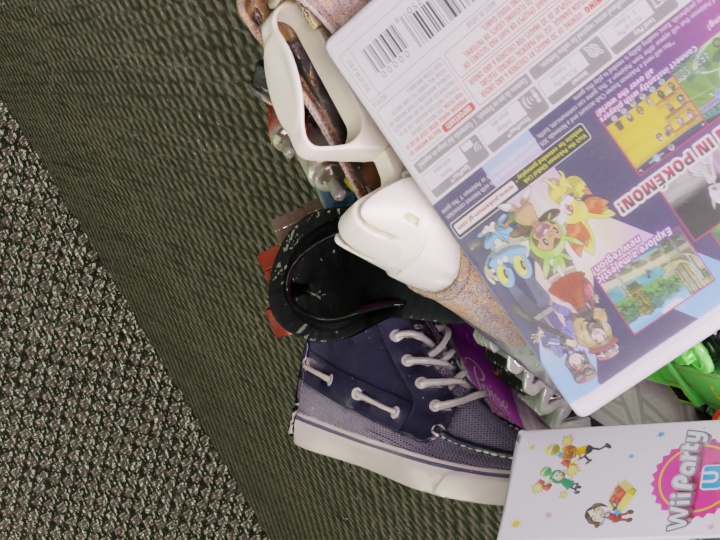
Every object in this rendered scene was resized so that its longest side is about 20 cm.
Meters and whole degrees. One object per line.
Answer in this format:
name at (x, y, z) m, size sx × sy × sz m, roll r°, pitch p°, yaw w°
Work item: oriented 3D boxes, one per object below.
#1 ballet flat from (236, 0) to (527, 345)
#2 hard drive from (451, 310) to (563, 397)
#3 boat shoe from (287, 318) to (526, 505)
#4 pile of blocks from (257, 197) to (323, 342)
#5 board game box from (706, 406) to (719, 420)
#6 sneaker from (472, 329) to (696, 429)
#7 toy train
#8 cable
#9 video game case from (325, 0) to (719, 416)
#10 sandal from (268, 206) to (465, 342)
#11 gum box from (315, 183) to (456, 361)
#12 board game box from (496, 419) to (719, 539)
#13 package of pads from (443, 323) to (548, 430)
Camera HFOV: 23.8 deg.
ballet flat at (0.007, -0.047, 0.724) m, size 0.201 × 0.067 × 0.068 m, roll 59°, pitch 143°, yaw 6°
hard drive at (0.086, -0.048, 0.727) m, size 0.135 × 0.042 × 0.201 m, roll 38°, pitch 137°, yaw 20°
boat shoe at (0.040, 0.071, 0.982) m, size 0.199 × 0.074 × 0.094 m, roll 11°, pitch 99°, yaw 37°
pile of blocks at (-0.030, 0.029, 1.123) m, size 0.200 × 0.062 × 0.083 m, roll 70°, pitch 178°, yaw -68°
board game box at (0.222, 0.067, 0.812) m, size 0.105 × 0.023 × 0.200 m, roll 54°, pitch 166°, yaw 21°
sneaker at (0.132, 0.063, 0.943) m, size 0.200 × 0.081 × 0.075 m, roll 49°, pitch 180°, yaw -12°
toy train at (0.145, 0.034, 0.799) m, size 0.057 × 0.042 × 0.200 m, roll 53°, pitch 173°, yaw -8°
cable at (-0.041, -0.104, 1.017) m, size 0.097 × 0.051 × 0.200 m, roll 28°, pitch -166°, yaw -27°
video game case at (0.106, -0.070, 0.636) m, size 0.183 × 0.200 × 0.023 m, roll 55°, pitch -149°, yaw 5°
sandal at (0.000, -0.001, 0.941) m, size 0.200 × 0.048 × 0.076 m, roll -10°, pitch 87°, yaw 52°
gum box at (0.012, -0.006, 1.151) m, size 0.170 × 0.044 × 0.202 m, roll 69°, pitch 178°, yaw -74°
board game box at (0.178, 0.128, 0.738) m, size 0.198 × 0.065 × 0.148 m, roll -7°, pitch 137°, yaw 27°
package of pads at (0.125, 0.092, 1.075) m, size 0.120 × 0.075 × 0.201 m, roll 40°, pitch 157°, yaw 53°
